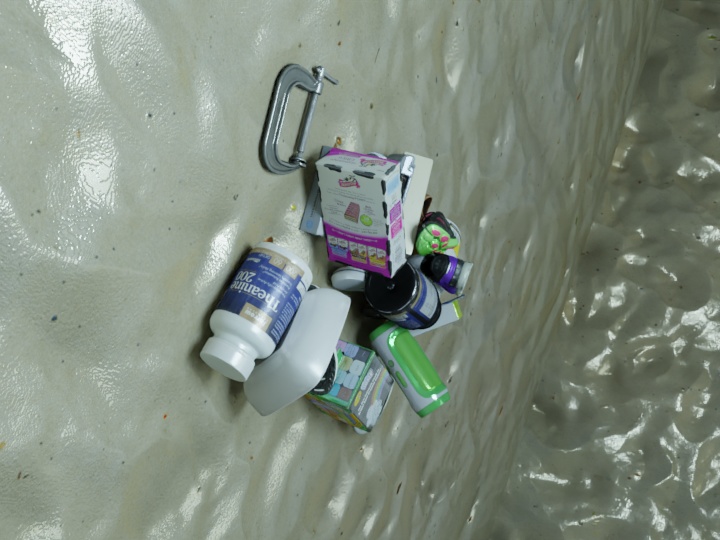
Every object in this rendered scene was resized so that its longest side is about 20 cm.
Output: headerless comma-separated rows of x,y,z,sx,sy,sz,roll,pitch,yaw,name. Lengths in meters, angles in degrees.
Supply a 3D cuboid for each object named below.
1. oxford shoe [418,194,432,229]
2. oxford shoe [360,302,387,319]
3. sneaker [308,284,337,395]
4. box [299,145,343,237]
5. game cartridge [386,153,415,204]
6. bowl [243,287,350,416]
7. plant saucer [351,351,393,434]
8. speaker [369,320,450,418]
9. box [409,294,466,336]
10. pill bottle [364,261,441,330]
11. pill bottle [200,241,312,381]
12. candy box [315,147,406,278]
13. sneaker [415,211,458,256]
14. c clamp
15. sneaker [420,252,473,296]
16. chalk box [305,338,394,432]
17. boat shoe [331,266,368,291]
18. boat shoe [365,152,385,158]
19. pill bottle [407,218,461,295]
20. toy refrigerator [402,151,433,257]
0.101,-0.089,1.758,0.072,0.071,0.202,64,42,-55,oxford shoe
0.050,0.060,1.776,0.200,0.072,0.086,-15,111,-71,oxford shoe
-0.072,0.126,1.518,0.079,0.073,0.203,0,86,-73,sneaker
-0.029,-0.130,1.537,0.200,0.041,0.158,13,93,-63,box
0.051,-0.128,1.616,0.133,0.041,0.202,-151,-103,-71,game cartridge
-0.114,0.122,1.367,0.074,0.199,0.201,38,47,-17,bowl
0.016,0.256,1.825,0.200,0.050,0.202,-45,144,-47,plant saucer
0.100,0.198,1.713,0.088,0.201,0.089,-32,170,-6,speaker
0.141,0.108,1.814,0.122,0.198,0.048,-8,77,-80,box
0.092,0.054,1.639,0.200,0.111,0.113,37,72,-62,pill bottle
-0.165,0.065,1.296,0.201,0.110,0.111,-62,151,-23,pill bottle
0.004,-0.098,1.421,0.061,0.135,0.202,-47,143,-41,candy box
0.144,-0.078,1.693,0.084,0.076,0.200,64,11,9,sneaker
-0.096,-0.245,1.353,0.171,0.027,0.202,24,82,-64,c clamp
0.169,-0.001,1.678,0.200,0.099,0.070,65,46,-82,sneaker
-0.034,0.212,1.628,0.125,0.123,0.200,-62,151,-19,chalk box
0.000,0.000,1.652,0.199,0.070,0.071,8,71,-60,boat shoe
0.013,-0.110,1.505,0.068,0.071,0.202,-26,125,-59,boat shoe
0.152,-0.018,1.830,0.201,0.111,0.113,-69,158,-43,pill bottle
0.086,-0.130,1.686,0.076,0.069,0.202,141,-38,-78,toy refrigerator
